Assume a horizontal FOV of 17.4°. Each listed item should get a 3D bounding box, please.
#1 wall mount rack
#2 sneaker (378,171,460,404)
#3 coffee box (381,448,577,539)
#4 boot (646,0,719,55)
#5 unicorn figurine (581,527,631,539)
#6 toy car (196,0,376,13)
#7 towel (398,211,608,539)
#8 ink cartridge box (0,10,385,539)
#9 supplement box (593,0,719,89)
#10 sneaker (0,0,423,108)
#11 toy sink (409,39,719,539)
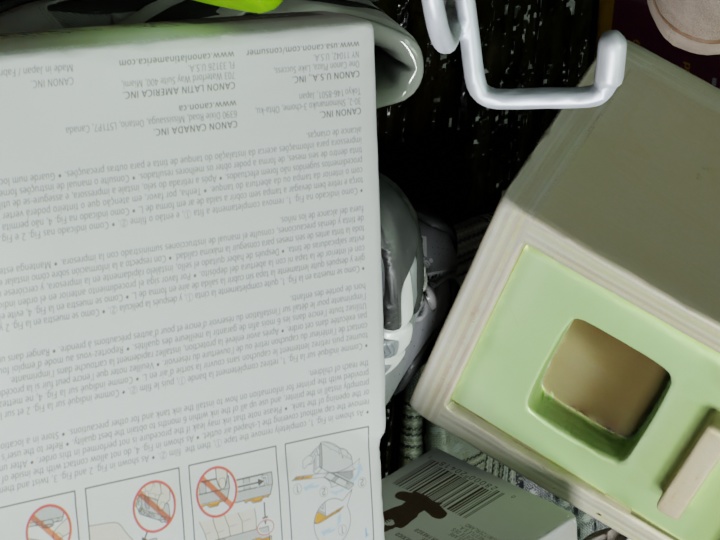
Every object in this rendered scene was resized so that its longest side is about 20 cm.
[{"bbox_3d":[0.059,-0.157,0.789,0.200,0.074,0.174,-76,162,-63],"label":"wall mount rack"},{"bbox_3d":[0.000,0.000,0.852,0.116,0.075,0.200,-50,169,-33],"label":"sneaker"},{"bbox_3d":[-0.013,0.164,0.856,0.200,0.080,0.115,-28,126,-36],"label":"coffee box"},{"bbox_3d":[0.166,-0.164,0.819,0.200,0.070,0.146,-50,169,1],"label":"boot"},{"bbox_3d":[0.078,0.176,1.015,0.137,0.074,0.200,-45,166,-9],"label":"unicorn figurine"},{"bbox_3d":[-0.025,-0.156,0.738,0.200,0.157,0.165,17,88,-59],"label":"toy car"},{"bbox_3d":[0.094,0.060,1.026,0.192,0.034,0.201,-15,118,-41],"label":"towel"},{"bbox_3d":[-0.065,0.028,0.693,0.161,0.050,0.201,-9,103,-40],"label":"ink cartridge box"},{"bbox_3d":[0.202,-0.062,0.956,0.110,0.200,0.086,-17,118,-39],"label":"supplement box"},{"bbox_3d":[-0.064,-0.056,0.777,0.200,0.088,0.074,-27,127,-33],"label":"sneaker"},{"bbox_3d":[0.138,0.034,0.862,0.112,0.200,0.131,-54,172,-39],"label":"toy sink"}]
